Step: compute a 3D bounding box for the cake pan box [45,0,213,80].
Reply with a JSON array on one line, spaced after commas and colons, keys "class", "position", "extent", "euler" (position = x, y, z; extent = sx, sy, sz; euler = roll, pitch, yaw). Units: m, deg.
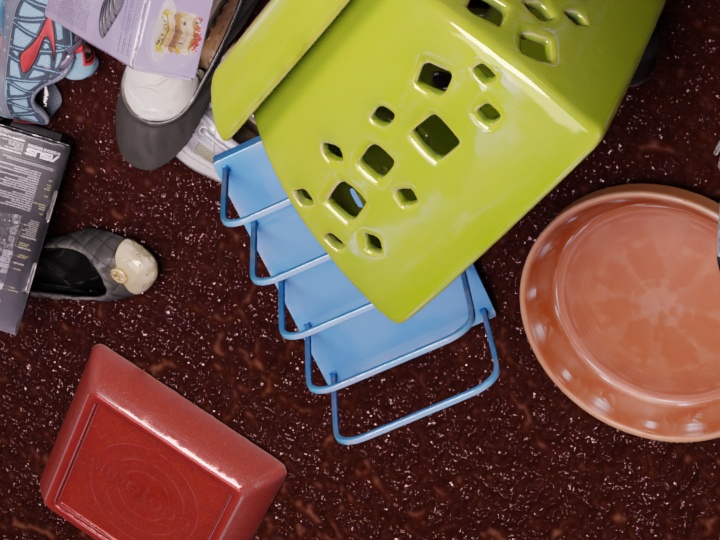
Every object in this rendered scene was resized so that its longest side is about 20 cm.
[{"class": "cake pan box", "position": [-0.138, -0.239, 1.155], "extent": [0.184, 0.052, 0.201], "euler": [29, 109, 56]}]

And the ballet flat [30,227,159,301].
[{"class": "ballet flat", "position": [-0.252, 0.003, 1.463], "extent": [0.199, 0.057, 0.067], "euler": [0, 120, 28]}]

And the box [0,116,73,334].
[{"class": "box", "position": [-0.342, -0.055, 1.399], "extent": [0.199, 0.044, 0.161], "euler": [16, 101, -9]}]

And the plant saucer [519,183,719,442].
[{"class": "plant saucer", "position": [0.210, 0.029, 1.255], "extent": [0.199, 0.032, 0.201], "euler": [13, 123, 20]}]

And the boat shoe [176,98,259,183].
[{"class": "boat shoe", "position": [-0.082, -0.094, 1.308], "extent": [0.202, 0.074, 0.065], "euler": [43, 117, -6]}]

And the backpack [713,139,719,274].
[{"class": "backpack", "position": [0.303, -0.068, 1.072], "extent": [0.175, 0.153, 0.201], "euler": [11, 114, 21]}]

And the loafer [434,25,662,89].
[{"class": "loafer", "position": [0.113, -0.129, 1.191], "extent": [0.199, 0.073, 0.072], "euler": [-3, 128, 34]}]

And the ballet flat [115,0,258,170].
[{"class": "ballet flat", "position": [-0.123, -0.163, 1.232], "extent": [0.068, 0.068, 0.201], "euler": [30, 98, 14]}]

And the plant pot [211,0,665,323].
[{"class": "plant pot", "position": [0.039, -0.127, 1.035], "extent": [0.181, 0.199, 0.200], "euler": [40, 130, -8]}]

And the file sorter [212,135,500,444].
[{"class": "file sorter", "position": [0.000, 0.000, 1.248], "extent": [0.138, 0.123, 0.201], "euler": [-23, 115, 9]}]

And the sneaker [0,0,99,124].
[{"class": "sneaker", "position": [-0.232, -0.188, 1.336], "extent": [0.095, 0.080, 0.200], "euler": [27, 136, -7]}]

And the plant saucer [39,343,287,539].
[{"class": "plant saucer", "position": [-0.184, 0.190, 1.557], "extent": [0.199, 0.037, 0.201], "euler": [33, 129, 6]}]
